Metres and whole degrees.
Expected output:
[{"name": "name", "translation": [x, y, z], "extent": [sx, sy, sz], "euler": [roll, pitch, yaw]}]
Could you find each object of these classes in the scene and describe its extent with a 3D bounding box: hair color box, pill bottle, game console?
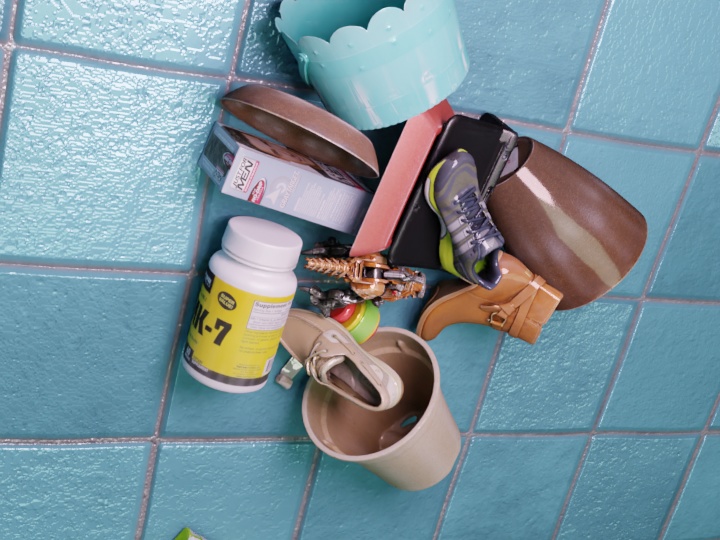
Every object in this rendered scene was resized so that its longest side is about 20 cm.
[{"name": "hair color box", "translation": [-0.085, -0.109, 1.292], "extent": [0.200, 0.099, 0.061], "euler": [16, 106, -32]}, {"name": "pill bottle", "translation": [-0.145, 0.041, 1.332], "extent": [0.114, 0.114, 0.200], "euler": [8, 111, -29]}, {"name": "game console", "translation": [0.104, -0.109, 1.353], "extent": [0.116, 0.176, 0.200], "euler": [19, 107, -17]}]

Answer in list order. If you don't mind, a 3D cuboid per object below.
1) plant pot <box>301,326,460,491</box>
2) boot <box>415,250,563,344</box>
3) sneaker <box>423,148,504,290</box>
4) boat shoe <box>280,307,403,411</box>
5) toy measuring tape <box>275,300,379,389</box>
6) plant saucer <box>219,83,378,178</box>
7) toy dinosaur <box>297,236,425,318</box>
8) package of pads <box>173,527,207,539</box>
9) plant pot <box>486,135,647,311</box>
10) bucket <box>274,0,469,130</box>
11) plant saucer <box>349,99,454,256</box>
[{"name": "plant pot", "translation": [0.049, 0.211, 1.483], "extent": [0.200, 0.200, 0.184], "euler": [-39, 136, -2]}, {"name": "boot", "translation": [0.170, 0.060, 1.452], "extent": [0.155, 0.074, 0.200], "euler": [29, 135, 1]}, {"name": "sneaker", "translation": [0.134, -0.059, 1.273], "extent": [0.074, 0.081, 0.200], "euler": [-36, 136, -17]}, {"name": "boat shoe", "translation": [-0.038, 0.115, 1.382], "extent": [0.072, 0.200, 0.065], "euler": [-60, 162, 17]}, {"name": "toy measuring tape", "translation": [-0.034, 0.093, 1.440], "extent": [0.200, 0.074, 0.074], "euler": [-48, 125, 3]}, {"name": "plant saucer", "translation": [-0.064, -0.163, 1.220], "extent": [0.200, 0.200, 0.035], "euler": [27, 88, -34]}, {"name": "toy dinosaur", "translation": [0.000, 0.000, 1.341], "extent": [0.200, 0.136, 0.102], "euler": [42, 59, -44]}, {"name": "package of pads", "translation": [-0.254, 0.486, 1.539], "extent": [0.200, 0.068, 0.154], "euler": [-48, 125, 4]}, {"name": "plant pot", "translation": [0.251, -0.079, 1.436], "extent": [0.187, 0.187, 0.200], "euler": [-46, 116, 2]}, {"name": "bucket", "translation": [0.019, -0.264, 1.205], "extent": [0.207, 0.207, 0.135], "euler": [-31, 124, -8]}, {"name": "plant saucer", "translation": [0.061, -0.114, 1.314], "extent": [0.037, 0.200, 0.200], "euler": [27, 106, 8]}]
